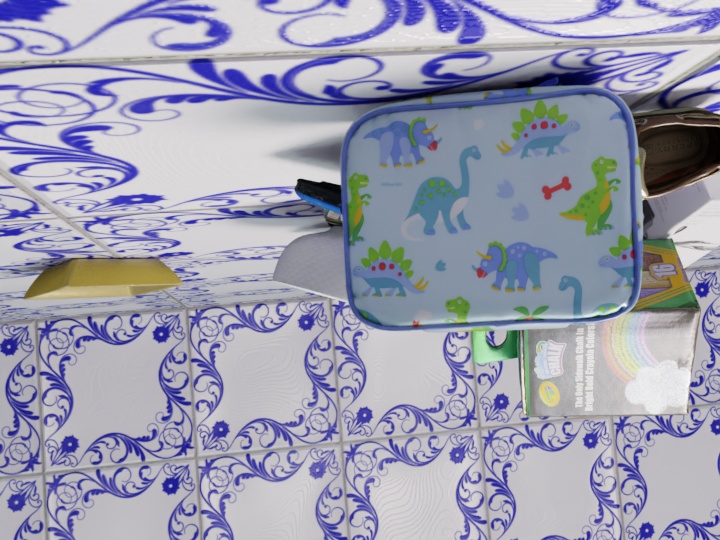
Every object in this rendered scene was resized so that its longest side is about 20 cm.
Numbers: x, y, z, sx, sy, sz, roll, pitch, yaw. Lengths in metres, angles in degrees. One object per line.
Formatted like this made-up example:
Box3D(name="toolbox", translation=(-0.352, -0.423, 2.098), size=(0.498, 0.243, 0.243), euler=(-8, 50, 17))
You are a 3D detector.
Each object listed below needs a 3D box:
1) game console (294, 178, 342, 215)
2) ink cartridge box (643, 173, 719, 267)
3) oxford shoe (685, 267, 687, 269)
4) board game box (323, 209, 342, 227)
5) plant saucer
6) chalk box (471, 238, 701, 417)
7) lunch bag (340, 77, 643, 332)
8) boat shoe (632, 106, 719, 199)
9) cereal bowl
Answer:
Box3D(name="game console", translation=(0.072, -0.087, 0.740), size=(0.169, 0.120, 0.199), euler=(22, -171, 31))
Box3D(name="ink cartridge box", translation=(0.320, -0.049, 0.886), size=(0.115, 0.067, 0.200), euler=(-3, 154, -28))
Box3D(name="oxford shoe", translation=(0.305, 0.008, 1.054), size=(0.199, 0.074, 0.071), euler=(-30, 173, 41))
Box3D(name="board game box", translation=(0.057, -0.041, 0.990), size=(0.198, 0.024, 0.105), euler=(14, 174, 4))
Box3D(name="plant saucer", translation=(-0.419, 0.013, 1.379), size=(0.198, 0.049, 0.199), euler=(-2, 174, -40))
Box3D(name="chalk box", translation=(0.207, 0.055, 0.818), size=(0.197, 0.126, 0.124), euler=(-1, -148, 10))
Box3D(name="lunch bag", translation=(0.088, -0.041, 0.575), size=(0.197, 0.163, 0.082), euler=(-4, 179, 13))
Box3D(name="boat shoe", translation=(0.185, -0.080, 0.627), size=(0.200, 0.076, 0.075), euler=(-18, -163, -6))
Box3D(name="cereal bowl", translation=(0.000, 0.000, 1.009), size=(0.198, 0.084, 0.200), euler=(15, 176, 1))
